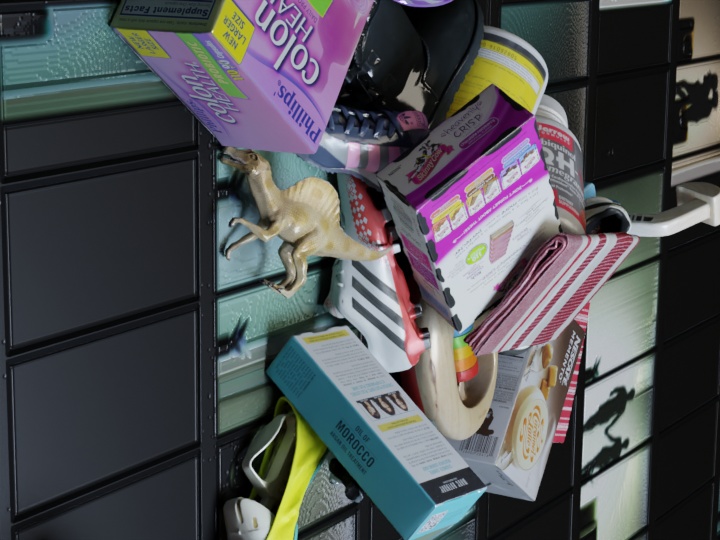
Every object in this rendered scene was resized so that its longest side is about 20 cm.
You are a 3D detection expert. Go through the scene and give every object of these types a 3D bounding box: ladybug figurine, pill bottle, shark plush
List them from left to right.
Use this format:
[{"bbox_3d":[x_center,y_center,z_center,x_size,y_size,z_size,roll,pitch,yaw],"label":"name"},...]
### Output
[{"bbox_3d":[0.014,0.159,1.575,0.200,0.083,0.091,6,87,-79],"label":"shark plush"},{"bbox_3d":[0.081,0.071,1.719,0.136,0.072,0.200,-35,126,-51],"label":"ladybug figurine"},{"bbox_3d":[0.100,-0.127,1.667,0.112,0.112,0.200,53,53,-50],"label":"pill bottle"},{"bbox_3d":[0.170,-0.086,1.754,0.200,0.111,0.111,-86,159,-45],"label":"pill bottle"}]

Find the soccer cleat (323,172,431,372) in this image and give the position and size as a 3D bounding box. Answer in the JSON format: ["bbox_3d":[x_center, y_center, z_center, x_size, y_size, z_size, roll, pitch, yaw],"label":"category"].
[{"bbox_3d":[0.000,0.000,1.579,0.069,0.085,0.200,-87,159,-82],"label":"soccer cleat"}]

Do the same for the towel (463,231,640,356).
[{"bbox_3d":[0.185,0.017,1.656,0.144,0.023,0.200,-51,160,20],"label":"towel"}]

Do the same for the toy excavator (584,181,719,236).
[{"bbox_3d":[0.270,-0.045,1.880,0.194,0.200,0.100,-39,129,-49],"label":"toy excavator"}]

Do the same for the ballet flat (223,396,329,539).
[{"bbox_3d":[-0.082,0.197,1.502,0.067,0.067,0.200,39,58,-31],"label":"ballet flat"}]

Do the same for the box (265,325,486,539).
[{"bbox_3d":[0.013,0.138,1.507,0.082,0.200,0.049,-9,142,-53],"label":"box"}]

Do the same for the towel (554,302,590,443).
[{"bbox_3d":[0.222,0.098,2.006,0.145,0.022,0.200,13,88,-61],"label":"towel"}]

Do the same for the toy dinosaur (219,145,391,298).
[{"bbox_3d":[-0.047,-0.026,1.463,0.200,0.058,0.101,35,86,-36],"label":"toy dinosaur"}]

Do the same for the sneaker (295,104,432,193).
[{"bbox_3d":[0.010,-0.121,1.511,0.200,0.082,0.070,18,46,-43],"label":"sneaker"}]

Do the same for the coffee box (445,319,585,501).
[{"bbox_3d":[0.161,0.129,1.855,0.114,0.080,0.200,47,57,-52],"label":"coffee box"}]

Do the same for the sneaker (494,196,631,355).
[{"bbox_3d":[0.201,0.002,1.776,0.200,0.074,0.080,-52,-172,-5],"label":"sneaker"}]

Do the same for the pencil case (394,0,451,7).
[{"bbox_3d":[0.049,-0.327,1.524,0.084,0.085,0.200,110,-19,-67],"label":"pencil case"}]

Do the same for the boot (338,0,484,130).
[{"bbox_3d":[0.034,-0.219,1.586,0.162,0.073,0.198,47,55,-45],"label":"boot"}]

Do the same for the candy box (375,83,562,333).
[{"bbox_3d":[0.102,-0.052,1.542,0.136,0.061,0.200,-38,145,-12],"label":"candy box"}]

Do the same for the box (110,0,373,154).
[{"bbox_3d":[-0.079,-0.223,1.367,0.176,0.097,0.200,48,57,-52],"label":"box"}]
